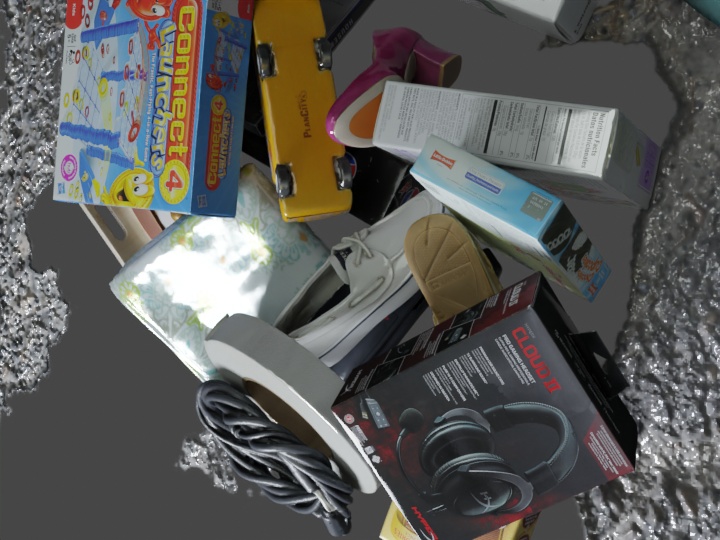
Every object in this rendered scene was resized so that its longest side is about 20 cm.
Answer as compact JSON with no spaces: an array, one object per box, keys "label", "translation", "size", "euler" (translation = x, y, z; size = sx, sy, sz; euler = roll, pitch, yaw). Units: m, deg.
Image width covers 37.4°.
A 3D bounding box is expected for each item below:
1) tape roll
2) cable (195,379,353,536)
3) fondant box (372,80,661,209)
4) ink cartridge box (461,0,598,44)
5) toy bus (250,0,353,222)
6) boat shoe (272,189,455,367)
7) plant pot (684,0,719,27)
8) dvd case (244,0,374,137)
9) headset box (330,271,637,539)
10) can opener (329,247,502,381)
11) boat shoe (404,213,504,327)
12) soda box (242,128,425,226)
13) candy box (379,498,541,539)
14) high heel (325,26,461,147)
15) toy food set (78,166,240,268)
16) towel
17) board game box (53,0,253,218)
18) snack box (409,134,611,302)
[{"label":"tape roll","translation":[-0.054,0.118,0.943],"size":[0.203,0.203,0.037],"euler":[31,69,27]},{"label":"cable","translation":[-0.090,0.166,0.981],"size":[0.200,0.163,0.051],"euler":[33,71,28]},{"label":"fondant box","translation":[0.132,-0.103,0.884],"size":[0.200,0.144,0.058],"euler":[14,91,29]},{"label":"ink cartridge box","translation":[0.123,-0.305,0.930],"size":[0.200,0.084,0.146],"euler":[27,99,22]},{"label":"toy bus","translation":[-0.055,-0.142,0.946],"size":[0.065,0.078,0.201],"euler":[-8,83,-10]},{"label":"boat shoe","translation":[0.000,0.000,0.929],"size":[0.200,0.066,0.072],"euler":[-44,42,18]},{"label":"plant pot","translation":[0.298,-0.276,0.787],"size":[0.161,0.200,0.201],"euler":[44,106,38]},{"label":"dvd case","translation":[-0.091,-0.239,1.043],"size":[0.150,0.025,0.200],"euler":[31,75,28]},{"label":"headset box","translation":[0.104,0.107,0.811],"size":[0.200,0.077,0.149],"euler":[-29,101,23]},{"label":"can opener","translation":[0.037,0.039,0.970],"size":[0.200,0.063,0.079],"euler":[-45,60,18]},{"label":"boat shoe","translation":[0.097,0.044,0.875],"size":[0.074,0.069,0.201],"euler":[-17,97,17]},{"label":"soda box","translation":[-0.030,-0.107,1.020],"size":[0.200,0.063,0.071],"euler":[32,101,28]},{"label":"candy box","translation":[0.107,0.166,0.925],"size":[0.116,0.056,0.201],"euler":[23,98,28]},{"label":"high heel","translation":[0.004,-0.169,0.941],"size":[0.096,0.200,0.067],"euler":[25,133,23]},{"label":"toy food set","translation":[-0.200,-0.080,1.062],"size":[0.200,0.060,0.144],"euler":[-24,104,38]},{"label":"towel","translation":[-0.118,0.017,1.014],"size":[0.200,0.048,0.171],"euler":[-35,108,24]},{"label":"board game box","translation":[-0.192,-0.154,0.965],"size":[0.195,0.056,0.201],"euler":[7,94,39]},{"label":"snack box","translation":[0.125,-0.036,0.849],"size":[0.116,0.200,0.037],"euler":[31,89,27]}]
